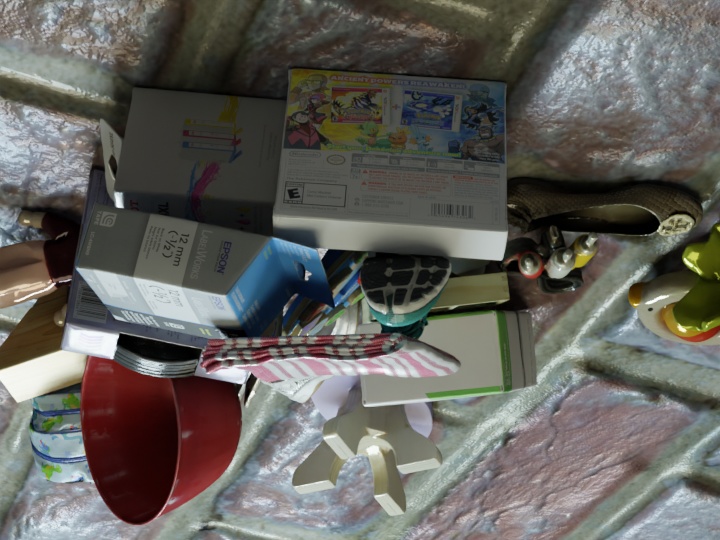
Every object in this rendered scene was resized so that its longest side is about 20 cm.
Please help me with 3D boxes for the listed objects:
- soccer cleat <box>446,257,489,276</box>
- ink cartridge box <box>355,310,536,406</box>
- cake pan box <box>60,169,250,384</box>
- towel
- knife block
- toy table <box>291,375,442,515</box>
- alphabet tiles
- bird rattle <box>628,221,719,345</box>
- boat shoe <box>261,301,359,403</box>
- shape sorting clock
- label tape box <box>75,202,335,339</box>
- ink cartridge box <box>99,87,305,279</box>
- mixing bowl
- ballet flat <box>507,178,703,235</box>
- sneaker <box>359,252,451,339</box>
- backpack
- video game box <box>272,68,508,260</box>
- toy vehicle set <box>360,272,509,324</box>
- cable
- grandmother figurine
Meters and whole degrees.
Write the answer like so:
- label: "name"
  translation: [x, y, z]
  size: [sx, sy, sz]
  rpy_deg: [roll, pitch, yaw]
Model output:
- label: "soccer cleat"
  translation: [0.113, -0.050, 1.544]
  size: [0.077, 0.070, 0.200]
  rpy_deg: [34, 157, 2]
- label: "ink cartridge box"
  translation: [0.093, 0.089, 1.666]
  size: [0.144, 0.085, 0.200]
  rpy_deg: [-7, 176, 16]
- label: "cake pan box"
  translation: [-0.185, 0.007, 1.565]
  size: [0.183, 0.201, 0.052]
  rpy_deg: [9, 141, -11]
- label: "towel"
  translation: [-0.024, 0.081, 1.436]
  size: [0.198, 0.030, 0.146]
  rpy_deg: [-3, 169, 23]
- label: "knife block"
  translation: [-0.257, 0.067, 1.682]
  size: [0.175, 0.201, 0.064]
  rpy_deg: [21, 153, 30]
- label: "toy table"
  translation: [0.011, 0.188, 1.862]
  size: [0.183, 0.118, 0.200]
  rpy_deg: [-22, 135, 31]
- label: "alphabet tiles"
  translation: [-0.102, 0.050, 1.641]
  size: [0.007, 0.168, 0.200]
  rpy_deg: [11, 144, -13]
- label: "bird rattle"
  translation: [0.367, 0.034, 1.665]
  size: [0.162, 0.114, 0.199]
  rpy_deg: [-9, 157, 36]
- label: "boat shoe"
  translation: [-0.060, 0.082, 1.762]
  size: [0.069, 0.071, 0.200]
  rpy_deg: [16, 143, -17]
- label: "shape sorting clock"
  translation: [0.000, 0.000, 1.566]
  size: [0.039, 0.199, 0.200]
  rpy_deg: [48, 142, 12]
- label: "label tape box"
  translation: [-0.131, 0.012, 1.412]
  size: [0.198, 0.067, 0.143]
  rpy_deg: [13, 162, 10]
- label: "ink cartridge box"
  translation: [-0.144, -0.077, 1.508]
  size: [0.198, 0.126, 0.129]
  rpy_deg: [4, 144, 0]
- label: "mixing bowl"
  translation: [-0.188, 0.147, 1.631]
  size: [0.108, 0.201, 0.200]
  rpy_deg: [-5, 154, -37]
- label: "ballet flat"
  translation: [0.231, -0.053, 1.570]
  size: [0.198, 0.047, 0.068]
  rpy_deg: [6, 142, -1]
- label: "sneaker"
  translation: [0.042, 0.024, 1.404]
  size: [0.077, 0.080, 0.200]
  rpy_deg: [-2, -172, 5]
- label: "backpack"
  translation: [-0.294, 0.159, 1.786]
  size: [0.162, 0.201, 0.155]
  rpy_deg: [0, 122, 4]
- label: "video game box"
  translation: [0.028, -0.095, 1.417]
  size: [0.198, 0.183, 0.047]
  rpy_deg: [4, 142, 1]
- label: "toy vehicle set"
  translation: [0.070, 0.030, 1.615]
  size: [0.123, 0.027, 0.200]
  rpy_deg: [-6, 175, -5]
- label: "cable"
  translation: [0.182, 0.005, 1.593]
  size: [0.096, 0.051, 0.200]
  rpy_deg: [-17, 160, 0]
- label: "grandmother figurine"
  translation: [-0.313, -0.004, 1.650]
  size: [0.198, 0.061, 0.122]
  rpy_deg: [-17, 106, 3]
